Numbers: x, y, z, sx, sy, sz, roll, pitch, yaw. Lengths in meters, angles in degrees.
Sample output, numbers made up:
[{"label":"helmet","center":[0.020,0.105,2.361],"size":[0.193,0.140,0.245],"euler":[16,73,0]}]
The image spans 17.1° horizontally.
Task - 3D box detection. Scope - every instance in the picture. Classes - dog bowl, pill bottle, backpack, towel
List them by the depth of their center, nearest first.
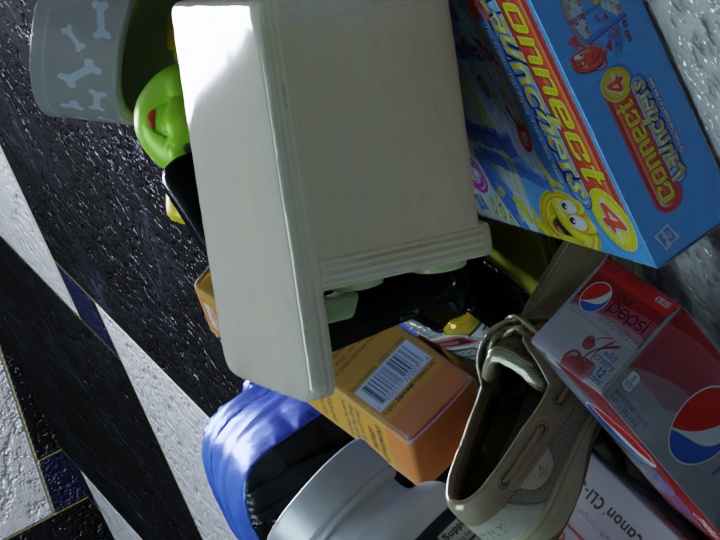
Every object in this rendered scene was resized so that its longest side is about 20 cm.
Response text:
[{"label":"pill bottle","center":[0.046,0.191,1.351],"size":[0.200,0.111,0.111],"euler":[41,161,11]},{"label":"towel","center":[0.066,-0.045,1.514],"size":[0.200,0.018,0.086],"euler":[41,162,41]},{"label":"dog bowl","center":[-0.144,-0.186,1.552],"size":[0.058,0.201,0.200],"euler":[20,154,12]},{"label":"backpack","center":[-0.016,0.136,1.770],"size":[0.168,0.199,0.163],"euler":[27,149,59]}]

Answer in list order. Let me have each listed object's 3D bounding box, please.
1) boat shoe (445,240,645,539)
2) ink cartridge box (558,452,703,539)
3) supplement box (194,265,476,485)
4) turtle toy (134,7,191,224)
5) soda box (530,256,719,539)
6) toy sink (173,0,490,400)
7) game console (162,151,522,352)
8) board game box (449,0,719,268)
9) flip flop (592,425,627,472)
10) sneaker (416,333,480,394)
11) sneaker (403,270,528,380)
[{"label":"boat shoe","center":[0.099,0.055,1.299],"size":[0.072,0.201,0.065],"euler":[-5,145,47]},{"label":"ink cartridge box","center":[0.172,0.174,1.378],"size":[0.200,0.068,0.116],"euler":[30,-170,-47]},{"label":"supplement box","center":[-0.015,0.054,1.554],"size":[0.200,0.069,0.067],"euler":[37,160,29]},{"label":"turtle toy","center":[-0.073,-0.099,1.531],"size":[0.101,0.199,0.147],"euler":[7,99,42]},{"label":"soda box","center":[0.174,0.083,1.266],"size":[0.070,0.063,0.200],"euler":[37,173,49]},{"label":"toy sink","center":[-0.012,-0.048,1.237],"size":[0.130,0.111,0.202],"euler":[-168,68,-67]},{"label":"game console","center":[0.000,0.000,1.421],"size":[0.200,0.175,0.117],"euler":[53,160,46]},{"label":"board game box","center":[0.086,-0.111,1.246],"size":[0.201,0.056,0.196],"euler":[62,163,-20]},{"label":"flip flop","center":[0.154,0.080,1.421],"size":[0.200,0.057,0.082],"euler":[69,-163,-62]},{"label":"sneaker","center":[0.111,0.112,1.616],"size":[0.201,0.075,0.092],"euler":[56,-179,4]},{"label":"sneaker","center":[0.034,-0.005,1.551],"size":[0.200,0.078,0.082],"euler":[31,175,39]}]
